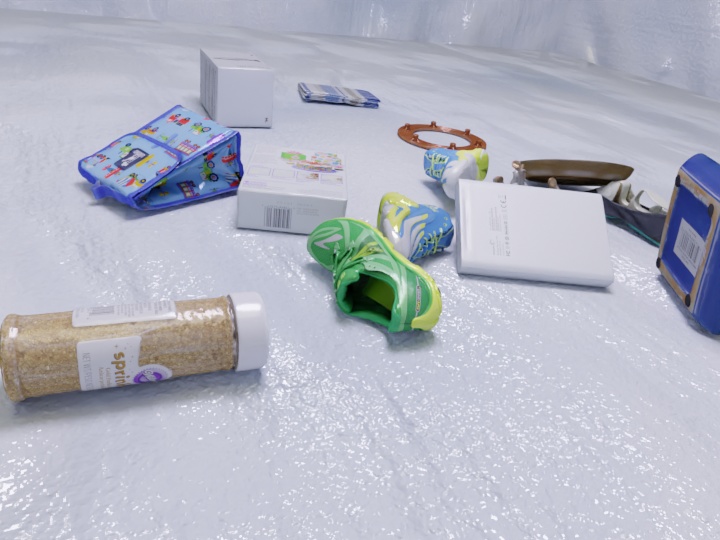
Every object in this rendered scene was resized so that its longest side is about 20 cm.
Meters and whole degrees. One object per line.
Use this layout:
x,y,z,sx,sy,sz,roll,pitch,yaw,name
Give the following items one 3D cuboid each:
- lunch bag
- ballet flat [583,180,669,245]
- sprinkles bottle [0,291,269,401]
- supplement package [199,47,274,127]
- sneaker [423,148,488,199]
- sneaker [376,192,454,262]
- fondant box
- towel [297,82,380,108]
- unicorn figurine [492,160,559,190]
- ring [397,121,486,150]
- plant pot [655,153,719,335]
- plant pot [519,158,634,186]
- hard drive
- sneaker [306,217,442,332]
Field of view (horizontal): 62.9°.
-0.289,-0.145,0.838,0.150,0.095,0.200,28,46,32,lunch bag
0.441,-0.107,0.963,0.073,0.074,0.200,-9,33,-30,ballet flat
-0.178,0.059,0.486,0.198,0.069,0.068,-5,31,-22,sprinkles bottle
-0.262,-0.383,1.229,0.116,0.118,0.200,-5,31,-24,supplement package
0.144,-0.160,0.977,0.104,0.076,0.200,8,19,22,sneaker
0.074,-0.051,0.751,0.104,0.076,0.200,8,27,-2,sneaker
-0.094,-0.121,0.854,0.143,0.059,0.200,5,29,-5,fondant box
-0.059,-0.450,1.508,0.198,0.024,0.147,2,27,-16,towel
0.260,-0.113,0.907,0.137,0.074,0.201,42,17,-56,unicorn figurine
0.180,-0.296,1.294,0.199,0.019,0.201,6,27,-3,ring
0.481,-0.032,0.710,0.178,0.201,0.200,4,27,6,plant pot
0.373,-0.170,1.039,0.198,0.028,0.200,4,4,0,plant pot
0.224,-0.050,0.772,0.198,0.026,0.133,6,64,-5,hard drive
0.000,0.000,0.638,0.083,0.075,0.200,-12,34,-40,sneaker
